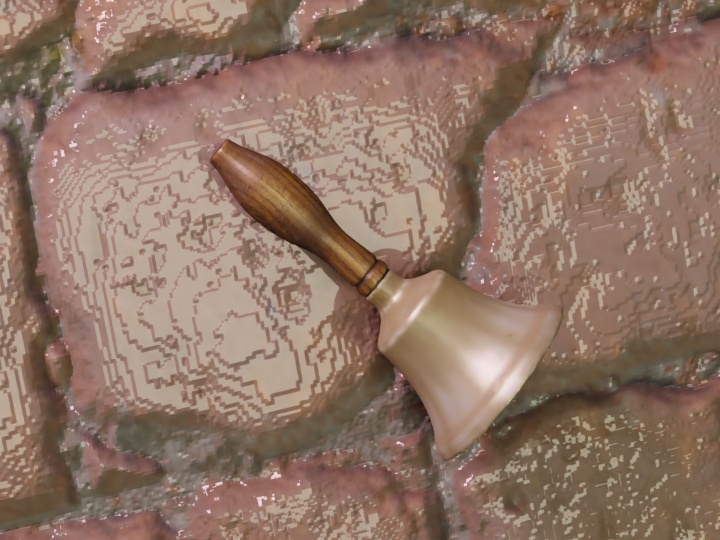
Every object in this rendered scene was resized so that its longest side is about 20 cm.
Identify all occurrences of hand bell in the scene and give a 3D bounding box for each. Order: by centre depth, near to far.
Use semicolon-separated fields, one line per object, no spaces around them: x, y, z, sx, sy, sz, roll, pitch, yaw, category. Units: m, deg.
0.000;0.000;1.244;0.200;0.104;0.104;38;86;-6;hand bell
